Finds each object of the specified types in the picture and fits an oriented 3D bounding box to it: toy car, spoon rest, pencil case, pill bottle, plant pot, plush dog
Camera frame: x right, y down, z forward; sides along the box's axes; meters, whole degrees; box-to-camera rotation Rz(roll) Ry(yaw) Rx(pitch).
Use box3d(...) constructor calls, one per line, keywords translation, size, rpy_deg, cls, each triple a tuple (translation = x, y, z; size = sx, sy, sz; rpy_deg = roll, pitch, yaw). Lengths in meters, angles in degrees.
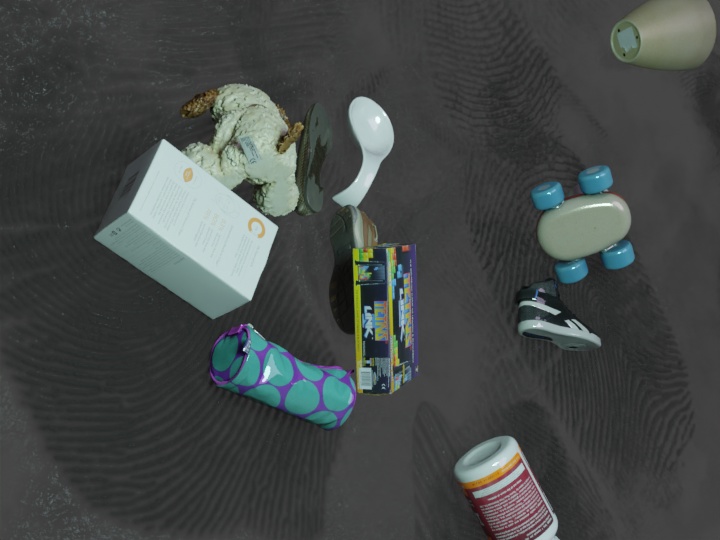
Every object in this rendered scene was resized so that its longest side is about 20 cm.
box3d(translation=(0.417, -0.107, 1.973), size=(0.200, 0.174, 0.187), rpy_deg=(-71, 141, -69), cls="toy car")
box3d(translation=(0.008, -0.192, 1.653), size=(0.099, 0.060, 0.203), rpy_deg=(33, 54, -30), cls="spoon rest")
box3d(translation=(-0.101, 0.144, 1.398), size=(0.199, 0.085, 0.094), rpy_deg=(29, 70, -33), cls="pencil case")
box3d(translation=(0.234, 0.369, 1.605), size=(0.113, 0.112, 0.202), rpy_deg=(-34, 97, -45), cls="pill bottle")
box3d(translation=(0.666, -0.535, 2.351), size=(0.198, 0.187, 0.190), rpy_deg=(-16, 84, -31), cls="plant pot")
box3d(translation=(-0.156, -0.195, 1.457), size=(0.198, 0.161, 0.173), rpy_deg=(13, 39, -41), cls="plush dog")

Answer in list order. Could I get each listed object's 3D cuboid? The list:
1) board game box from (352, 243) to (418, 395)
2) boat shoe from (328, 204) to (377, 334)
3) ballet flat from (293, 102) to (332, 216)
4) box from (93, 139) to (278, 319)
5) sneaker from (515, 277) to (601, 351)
box3d(translation=(0.039, 0.065, 1.497), size=(0.165, 0.056, 0.204), rpy_deg=(-14, 103, -72), cls="board game box")
box3d(translation=(0.000, 0.000, 1.561), size=(0.071, 0.075, 0.203), rpy_deg=(19, 63, -39), cls="boat shoe")
box3d(translation=(-0.079, -0.169, 1.578), size=(0.067, 0.046, 0.203), rpy_deg=(38, 46, -45), cls="ballet flat")
box3d(translation=(-0.223, -0.050, 1.350), size=(0.199, 0.097, 0.126), rpy_deg=(38, 51, -26), cls="box")
box3d(translation=(0.362, 0.074, 1.872), size=(0.198, 0.073, 0.114), rpy_deg=(17, 64, -36), cls="sneaker")
